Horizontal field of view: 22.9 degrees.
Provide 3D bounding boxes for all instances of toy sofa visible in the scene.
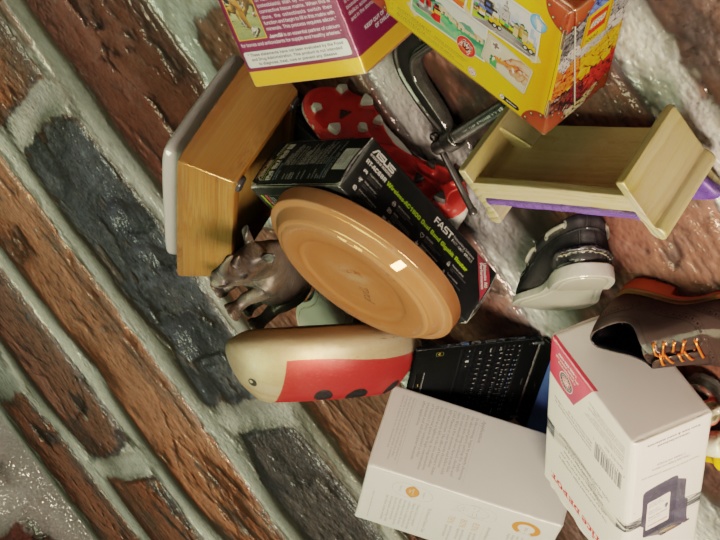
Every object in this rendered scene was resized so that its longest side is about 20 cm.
[{"bbox_3d":[0.184,-0.072,1.419,0.200,0.083,0.098,8,145,52],"label":"toy sofa"}]

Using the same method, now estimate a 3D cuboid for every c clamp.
[{"bbox_3d":[0.095,-0.153,1.557,0.171,0.027,0.200,56,155,3],"label":"c clamp"}]

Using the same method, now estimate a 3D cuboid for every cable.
[{"bbox_3d":[0.289,0.150,1.608,0.097,0.050,0.200,54,153,-4],"label":"cable"}]

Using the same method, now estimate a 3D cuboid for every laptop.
[{"bbox_3d":[0.150,0.151,1.775,0.178,0.199,0.104,100,162,-57],"label":"laptop"}]

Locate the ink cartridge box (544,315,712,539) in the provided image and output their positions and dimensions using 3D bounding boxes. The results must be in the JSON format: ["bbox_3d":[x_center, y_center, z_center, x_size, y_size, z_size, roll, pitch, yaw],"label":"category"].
[{"bbox_3d":[0.237,0.159,1.605,0.201,0.084,0.145,87,158,-44],"label":"ink cartridge box"}]

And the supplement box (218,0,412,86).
[{"bbox_3d":[-0.053,-0.269,1.502,0.130,0.103,0.201,0,123,39],"label":"supplement box"}]

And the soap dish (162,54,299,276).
[{"bbox_3d":[-0.126,-0.098,1.748,0.081,0.158,0.200,25,149,10],"label":"soap dish"}]

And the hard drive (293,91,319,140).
[{"bbox_3d":[-0.027,-0.089,1.814,0.200,0.042,0.135,46,154,9],"label":"hard drive"}]

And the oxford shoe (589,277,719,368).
[{"bbox_3d":[0.277,0.061,1.484,0.200,0.072,0.071,9,132,54],"label":"oxford shoe"}]

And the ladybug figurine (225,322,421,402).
[{"bbox_3d":[-0.033,0.089,1.742,0.136,0.199,0.072,175,92,-75],"label":"ladybug figurine"}]

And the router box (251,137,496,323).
[{"bbox_3d":[0.013,-0.037,1.666,0.200,0.062,0.150,47,156,-28],"label":"router box"}]

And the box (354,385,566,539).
[{"bbox_3d":[0.107,0.212,1.790,0.199,0.098,0.125,18,148,3],"label":"box"}]

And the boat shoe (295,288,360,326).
[{"bbox_3d":[-0.020,0.030,1.845,0.075,0.062,0.200,42,153,15],"label":"boat shoe"}]

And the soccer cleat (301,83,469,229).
[{"bbox_3d":[0.019,-0.101,1.699,0.200,0.069,0.085,37,147,17],"label":"soccer cleat"}]

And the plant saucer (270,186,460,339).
[{"bbox_3d":[0.000,0.000,1.631,0.200,0.032,0.200,31,160,13],"label":"plant saucer"}]

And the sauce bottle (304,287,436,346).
[{"bbox_3d":[0.027,0.066,1.910,0.200,0.066,0.066,30,148,36],"label":"sauce bottle"}]

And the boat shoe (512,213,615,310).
[{"bbox_3d":[0.178,-0.004,1.574,0.200,0.073,0.061,109,160,-78],"label":"boat shoe"}]

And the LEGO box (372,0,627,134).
[{"bbox_3d":[0.104,-0.226,1.379,0.200,0.077,0.149,41,153,20],"label":"LEGO box"}]

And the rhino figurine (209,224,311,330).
[{"bbox_3d":[-0.101,0.005,1.730,0.060,0.087,0.200,52,-178,17],"label":"rhino figurine"}]
